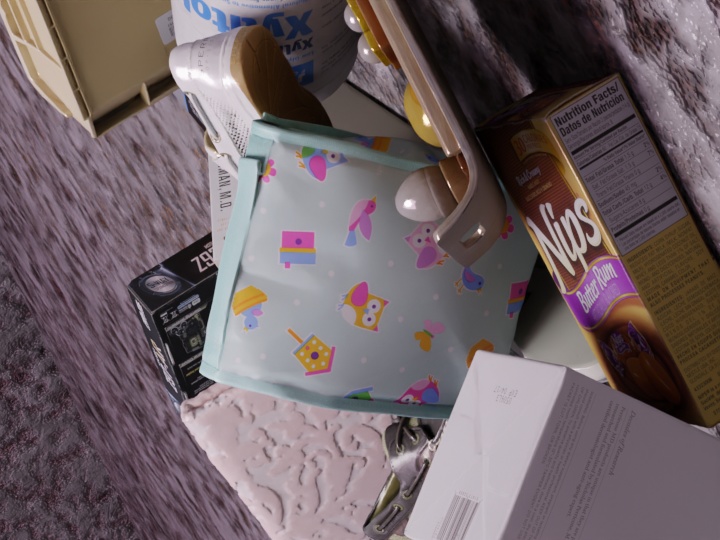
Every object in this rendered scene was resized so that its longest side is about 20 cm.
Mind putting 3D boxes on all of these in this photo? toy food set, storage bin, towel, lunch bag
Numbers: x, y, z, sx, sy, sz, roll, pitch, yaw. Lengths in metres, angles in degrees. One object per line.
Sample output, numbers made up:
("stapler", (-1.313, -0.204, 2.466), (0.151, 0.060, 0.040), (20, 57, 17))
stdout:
("toy food set", (0.017, -0.101, 1.204), (0.201, 0.060, 0.143), (63, -173, 10))
("storage bin", (-0.155, -0.228, 1.476), (0.094, 0.199, 0.199), (40, 157, 41))
("towel", (-0.008, 0.119, 1.555), (0.200, 0.190, 0.032), (57, -176, -36))
("lunch bag", (0.000, 0.000, 1.326), (0.122, 0.199, 0.172), (29, 107, 61))

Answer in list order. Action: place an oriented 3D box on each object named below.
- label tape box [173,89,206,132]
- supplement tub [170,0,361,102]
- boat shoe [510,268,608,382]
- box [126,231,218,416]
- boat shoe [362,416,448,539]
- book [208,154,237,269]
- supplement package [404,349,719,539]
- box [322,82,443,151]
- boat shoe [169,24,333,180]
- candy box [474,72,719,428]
("label tape box", (-0.135, -0.211, 1.697), (0.143, 0.066, 0.200), (51, 164, 26))
("supplement tub", (-0.061, -0.203, 1.361), (0.132, 0.131, 0.200), (52, 163, 22))
("boat shoe", (0.131, 0.043, 1.378), (0.071, 0.070, 0.201), (43, 170, -25))
("box", (-0.077, 0.025, 1.709), (0.044, 0.199, 0.161), (44, 160, 40))
("boat shoe", (0.047, 0.130, 1.513), (0.072, 0.065, 0.202), (-79, 4, -53))
("book", (-0.083, -0.072, 1.589), (0.134, 0.048, 0.201), (54, -152, -60))
("supplement package", (0.150, 0.141, 1.209), (0.199, 0.121, 0.121), (25, 173, -20))
("box", (0.012, -0.060, 1.502), (0.200, 0.082, 0.069), (40, 158, 52))
("boat shoe", (-0.067, -0.090, 1.370), (0.069, 0.071, 0.200), (1, 147, 21))
("candy box", (0.150, -0.011, 1.215), (0.201, 0.056, 0.117), (62, 165, -8))
